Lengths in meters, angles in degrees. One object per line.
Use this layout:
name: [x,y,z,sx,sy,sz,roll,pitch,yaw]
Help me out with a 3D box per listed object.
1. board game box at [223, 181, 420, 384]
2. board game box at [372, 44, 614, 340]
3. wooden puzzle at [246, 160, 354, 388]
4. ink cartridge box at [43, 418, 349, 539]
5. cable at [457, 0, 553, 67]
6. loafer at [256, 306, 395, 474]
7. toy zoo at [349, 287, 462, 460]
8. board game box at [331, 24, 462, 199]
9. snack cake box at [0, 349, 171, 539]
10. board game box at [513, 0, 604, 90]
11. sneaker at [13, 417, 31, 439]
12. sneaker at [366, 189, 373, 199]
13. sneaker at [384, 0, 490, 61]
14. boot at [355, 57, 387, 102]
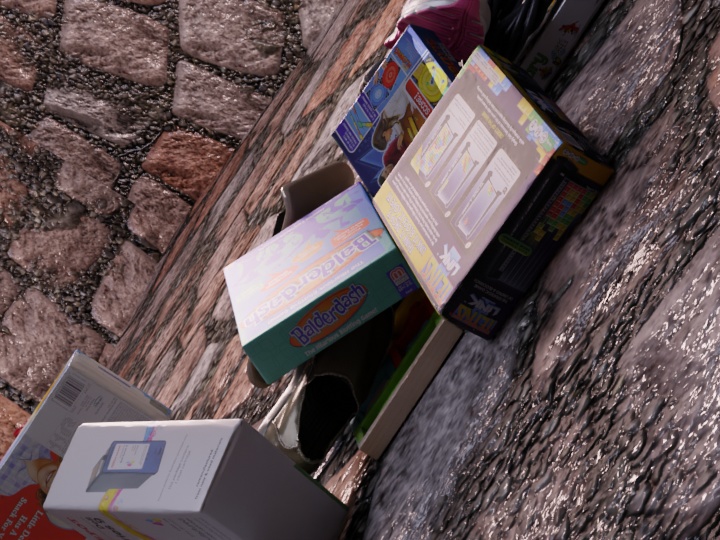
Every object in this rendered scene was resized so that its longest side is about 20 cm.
board game box: [-0.038,0.006,1.512,0.152,0.045,0.200,-33,21,2]
board game box: [0.099,-0.066,1.389,0.165,0.057,0.200,-56,28,17]
wooden puzzle: [-0.064,-0.001,1.732,0.185,0.037,0.200,-34,-43,-69]
ink cartridge box: [-0.135,0.192,1.426,0.200,0.145,0.088,-3,54,43]
cable: [0.136,-0.240,1.686,0.200,0.051,0.163,-52,11,32]
loafer: [-0.018,0.096,1.479,0.070,0.075,0.200,-14,43,54]
toy zoo: [0.032,0.078,1.525,0.131,0.020,0.200,-57,11,8]
board game box: [0.062,-0.102,1.545,0.135,0.034,0.200,-52,50,27]
snack cake box: [-0.284,0.193,1.696,0.200,0.115,0.067,-55,9,8]
board game box: [0.170,-0.213,1.684,0.200,0.035,0.126,-57,10,7]
sneaker: [-0.313,0.214,1.780,0.200,0.115,0.078,-58,5,8]
sneaker: [0.014,-0.059,1.776,0.088,0.075,0.200,-23,15,7]
sneaker: [0.079,-0.250,1.659,0.088,0.081,0.200,-66,12,-5]
boot: [0.074,-0.144,1.618,0.073,0.151,0.200,-16,-22,-32]
